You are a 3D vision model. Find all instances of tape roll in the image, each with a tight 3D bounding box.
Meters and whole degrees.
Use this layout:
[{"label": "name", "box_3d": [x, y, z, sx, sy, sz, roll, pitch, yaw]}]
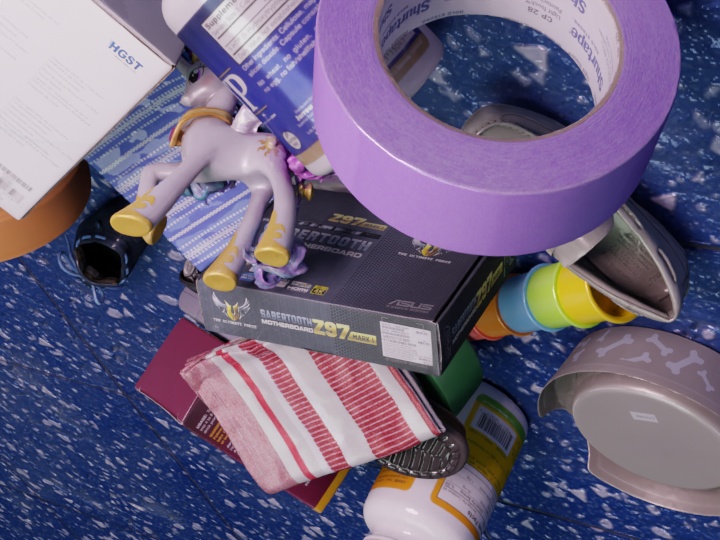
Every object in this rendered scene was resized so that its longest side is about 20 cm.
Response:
[{"label": "tape roll", "box_3d": [0.014, 0.052, 1.193, 0.200, 0.048, 0.201, 37, 162, 14]}, {"label": "tape roll", "box_3d": [0.073, -0.111, 0.761, 0.199, 0.201, 0.066, 24, 152, 10]}]

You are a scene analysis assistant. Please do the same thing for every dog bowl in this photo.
[{"label": "dog bowl", "box_3d": [0.246, 0.121, 1.122, 0.198, 0.059, 0.201, 22, 150, 13]}]

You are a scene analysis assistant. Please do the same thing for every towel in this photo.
[{"label": "towel", "box_3d": [-0.044, 0.107, 1.135, 0.199, 0.023, 0.145, -23, 108, 36]}, {"label": "towel", "box_3d": [-0.149, -0.092, 1.129, 0.144, 0.024, 0.200, -28, 120, 29]}]

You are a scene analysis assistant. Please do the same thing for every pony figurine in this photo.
[{"label": "pony figurine", "box_3d": [-0.071, -0.084, 0.990, 0.191, 0.201, 0.167, 12, 144, 0]}]

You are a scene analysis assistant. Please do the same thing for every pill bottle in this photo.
[{"label": "pill bottle", "box_3d": [0.070, 0.206, 1.273, 0.110, 0.201, 0.111, 22, 151, 13]}, {"label": "pill bottle", "box_3d": [-0.054, -0.169, 0.863, 0.200, 0.120, 0.120, 45, 149, -9]}]

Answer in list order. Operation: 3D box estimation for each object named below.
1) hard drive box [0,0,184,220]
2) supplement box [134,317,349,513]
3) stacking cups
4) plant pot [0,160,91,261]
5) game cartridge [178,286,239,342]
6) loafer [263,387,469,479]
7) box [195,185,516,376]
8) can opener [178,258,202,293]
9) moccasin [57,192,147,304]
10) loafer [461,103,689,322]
[{"label": "hard drive box", "box_3d": [-0.242, -0.156, 0.992, 0.156, 0.077, 0.199, 40, 124, -22]}, {"label": "supplement box", "box_3d": [-0.106, 0.142, 1.344, 0.200, 0.086, 0.110, 39, 172, -35]}, {"label": "stacking cups", "box_3d": [0.139, 0.027, 1.074, 0.060, 0.061, 0.200, 38, 154, -16]}, {"label": "plant pot", "box_3d": [-0.336, -0.119, 1.162, 0.198, 0.200, 0.141, 19, 134, 20]}, {"label": "game cartridge", "box_3d": [-0.083, 0.079, 1.316, 0.199, 0.042, 0.133, 29, 175, 34]}, {"label": "loafer", "box_3d": [0.008, 0.104, 1.168, 0.199, 0.071, 0.073, 28, 128, 10]}, {"label": "box", "box_3d": [0.000, 0.000, 1.034, 0.198, 0.158, 0.051, 11, 125, 25]}, {"label": "can opener", "box_3d": [-0.105, 0.010, 1.216, 0.078, 0.064, 0.200, 11, -170, -28]}, {"label": "moccasin", "box_3d": [-0.261, -0.019, 1.361, 0.080, 0.069, 0.200, 33, 152, -5]}, {"label": "loafer", "box_3d": [0.149, -0.038, 0.930, 0.199, 0.070, 0.070, 35, 119, -16]}]
